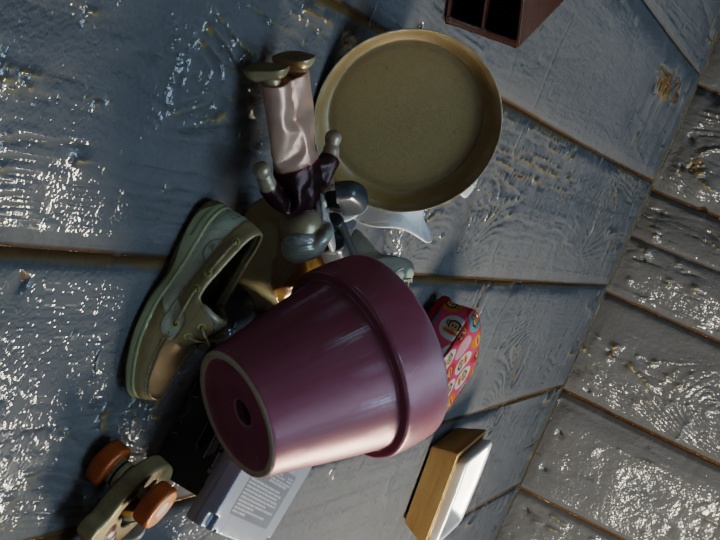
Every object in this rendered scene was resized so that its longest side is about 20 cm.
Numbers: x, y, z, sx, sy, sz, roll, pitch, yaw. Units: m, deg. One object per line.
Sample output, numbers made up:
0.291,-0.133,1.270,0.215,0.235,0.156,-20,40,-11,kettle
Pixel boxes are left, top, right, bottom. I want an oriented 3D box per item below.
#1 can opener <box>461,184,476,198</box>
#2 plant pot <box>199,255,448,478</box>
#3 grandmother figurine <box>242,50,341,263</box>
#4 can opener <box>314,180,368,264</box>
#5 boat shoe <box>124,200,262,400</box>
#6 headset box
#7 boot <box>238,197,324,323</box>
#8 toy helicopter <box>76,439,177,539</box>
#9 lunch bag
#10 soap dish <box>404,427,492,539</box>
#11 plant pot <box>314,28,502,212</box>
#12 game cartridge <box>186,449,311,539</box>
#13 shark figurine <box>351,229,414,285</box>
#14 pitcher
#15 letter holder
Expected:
0.104,-0.147,1.724,0.053,0.066,0.200,-65,152,-4,can opener
-0.046,0.104,1.279,0.179,0.200,0.200,-22,139,-30,plant pot
-0.061,-0.102,1.258,0.121,0.061,0.200,-24,120,-36,grandmother figurine
-0.014,-0.037,1.434,0.200,0.067,0.053,67,15,-65,can opener
-0.155,0.036,1.244,0.200,0.066,0.074,-66,161,4,boat shoe
-0.133,0.171,1.453,0.149,0.075,0.200,-62,161,-3,headset box
-0.078,-0.015,1.408,0.144,0.071,0.202,-56,157,-55,boot
-0.253,0.262,1.292,0.200,0.079,0.132,-51,168,-6,toy helicopter
0.114,0.155,2.070,0.176,0.082,0.200,-54,159,-28,lunch bag
0.162,0.396,2.493,0.157,0.081,0.200,-23,134,-63,soap dish
0.049,-0.158,1.401,0.028,0.200,0.200,-104,-152,-64,plant pot
-0.110,0.221,1.412,0.133,0.040,0.200,-56,160,-9,game cartridge
0.019,-0.009,1.641,0.128,0.090,0.214,-37,168,32,shark figurine
0.035,-0.139,1.476,0.171,0.121,0.200,1,115,-38,pitcher
0.197,-0.385,1.602,0.200,0.100,0.142,-47,153,-41,letter holder
